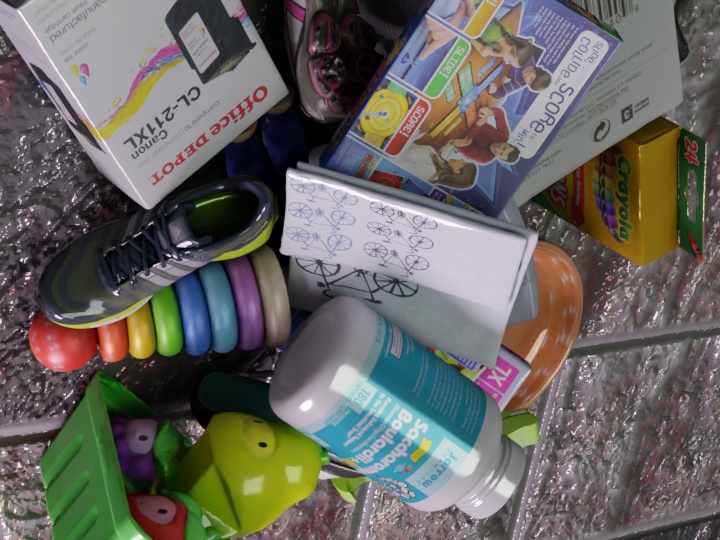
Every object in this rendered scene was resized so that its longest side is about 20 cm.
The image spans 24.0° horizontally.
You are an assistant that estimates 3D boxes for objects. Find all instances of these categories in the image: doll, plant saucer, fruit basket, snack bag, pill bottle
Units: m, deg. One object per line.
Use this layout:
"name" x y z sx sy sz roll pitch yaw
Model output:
"doll" -0.069 -0.055 1.377 0.136 0.048 0.200 -38 138 -20
"plant saucer" 0.126 0.057 1.608 0.199 0.037 0.201 -19 126 -29
"fruit basket" -0.135 0.166 1.329 0.216 0.215 0.155 -50 126 -4
"snack bag" 0.028 0.002 1.289 0.200 0.188 0.021 101 7 -58
"pill bottle" 0.034 0.115 1.330 0.200 0.111 0.111 35 90 -19

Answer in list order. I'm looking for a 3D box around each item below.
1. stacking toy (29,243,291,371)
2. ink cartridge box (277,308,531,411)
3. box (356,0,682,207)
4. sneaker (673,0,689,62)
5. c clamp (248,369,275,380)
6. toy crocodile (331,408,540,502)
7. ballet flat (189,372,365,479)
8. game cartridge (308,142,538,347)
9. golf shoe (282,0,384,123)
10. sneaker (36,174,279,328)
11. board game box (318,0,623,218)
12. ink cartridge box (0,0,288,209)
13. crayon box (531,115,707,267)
"stacking toy" -0.159 0.039 1.324 0.199 0.085 0.086 -13 123 -13
"ink cartridge box" 0.033 0.074 1.457 0.200 0.042 0.120 35 95 -1
"box" 0.126 -0.197 1.368 0.199 0.171 0.201 -32 131 -21
"sneaker" 0.254 -0.186 1.545 0.087 0.074 0.201 -4 112 -31
"c clamp" 0.000 0.000 1.389 0.170 0.027 0.201 0 110 -15
"toy crocodile" 0.070 0.167 1.572 0.199 0.062 0.068 -9 143 -1
"ballet flat" -0.047 0.136 1.435 0.069 0.199 0.068 99 12 -53
"game cartridge" 0.059 -0.030 1.332 0.133 0.041 0.200 -19 120 19
"golf shoe" -0.033 -0.213 1.288 0.072 0.092 0.201 0 85 -27
"sneaker" -0.150 -0.022 1.258 0.199 0.081 0.074 -29 86 -12
"board game box" 0.078 -0.122 1.230 0.135 0.034 0.200 30 110 -16
"ink cartridge box" -0.159 -0.168 1.216 0.146 0.083 0.200 -41 133 -13
"crayon box" 0.217 -0.090 1.483 0.051 0.200 0.127 -25 128 -25
